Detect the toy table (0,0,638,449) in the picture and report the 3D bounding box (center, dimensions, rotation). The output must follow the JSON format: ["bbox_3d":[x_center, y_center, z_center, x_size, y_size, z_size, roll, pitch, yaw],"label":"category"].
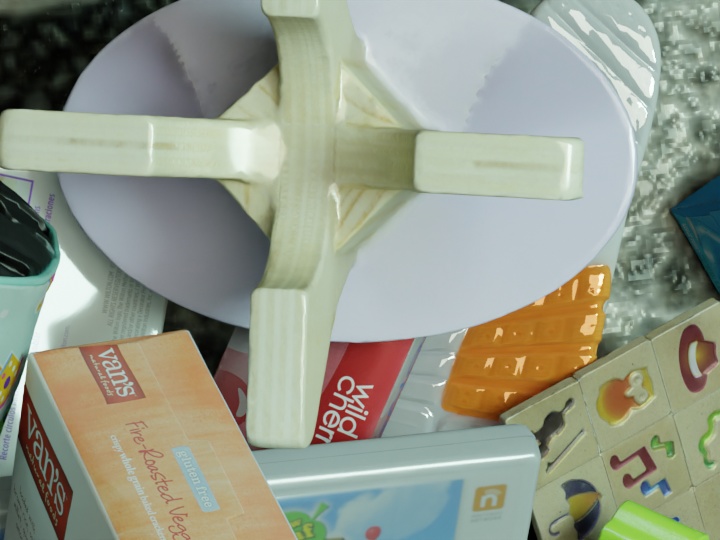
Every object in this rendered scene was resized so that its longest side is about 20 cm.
[{"bbox_3d":[-0.012,-0.039,0.952,0.199,0.117,0.185,-9,91,9],"label":"toy table"}]

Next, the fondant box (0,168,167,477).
[{"bbox_3d":[-0.174,0.026,1.025,0.199,0.058,0.145,12,83,-19],"label":"fondant box"}]

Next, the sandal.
[{"bbox_3d":[0.065,-0.007,1.103,0.079,0.059,0.207,22,96,3],"label":"sandal"}]

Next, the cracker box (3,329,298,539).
[{"bbox_3d":[-0.069,0.138,0.900,0.057,0.134,0.200,-7,132,-24],"label":"cracker box"}]

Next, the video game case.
[{"bbox_3d":[-0.042,0.140,1.024,0.199,0.022,0.183,-5,126,-16],"label":"video game case"}]

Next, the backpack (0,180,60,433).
[{"bbox_3d":[-0.198,0.011,0.898,0.199,0.176,0.154,9,100,-17],"label":"backpack"}]

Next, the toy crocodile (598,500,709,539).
[{"bbox_3d":[0.092,0.183,1.079,0.062,0.067,0.201,-9,113,-56],"label":"toy crocodile"}]

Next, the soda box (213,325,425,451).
[{"bbox_3d":[0.000,0.000,1.046,0.063,0.070,0.201,24,96,4],"label":"soda box"}]

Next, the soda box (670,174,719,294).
[{"bbox_3d":[0.228,-0.052,1.167,0.200,0.064,0.068,-35,98,-18],"label":"soda box"}]

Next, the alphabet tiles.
[{"bbox_3d":[0.121,0.118,1.116,0.167,0.008,0.201,-27,116,-18],"label":"alphabet tiles"}]
